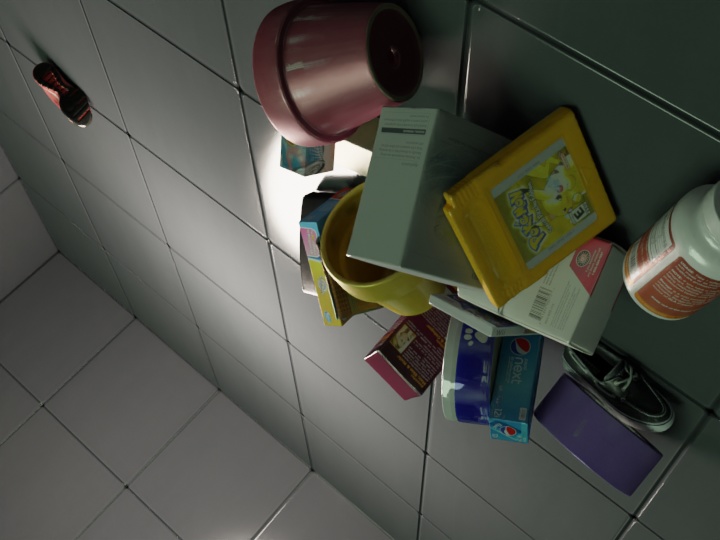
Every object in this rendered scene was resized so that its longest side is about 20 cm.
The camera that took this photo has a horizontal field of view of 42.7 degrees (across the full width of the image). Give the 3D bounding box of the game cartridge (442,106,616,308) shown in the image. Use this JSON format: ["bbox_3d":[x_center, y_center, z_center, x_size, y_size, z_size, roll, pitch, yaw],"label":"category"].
[{"bbox_3d":[0.214,-0.077,1.160,0.178,0.199,0.032,57,171,-29],"label":"game cartridge"}]

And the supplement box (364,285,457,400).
[{"bbox_3d":[0.115,0.119,1.642,0.110,0.200,0.086,45,158,-3],"label":"supplement box"}]

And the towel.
[{"bbox_3d":[0.000,0.000,1.620,0.021,0.199,0.149,-17,88,36],"label":"towel"}]

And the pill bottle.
[{"bbox_3d":[0.390,-0.027,1.052,0.112,0.112,0.200,41,157,7],"label":"pill bottle"}]

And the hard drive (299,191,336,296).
[{"bbox_3d":[-0.070,-0.046,1.753,0.134,0.042,0.204,12,104,55],"label":"hard drive"}]

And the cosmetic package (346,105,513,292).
[{"bbox_3d":[0.111,-0.088,1.212,0.197,0.204,0.122,14,-179,-38],"label":"cosmetic package"}]

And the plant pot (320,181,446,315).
[{"bbox_3d":[0.059,-0.021,1.542,0.199,0.202,0.189,26,167,36],"label":"plant pot"}]

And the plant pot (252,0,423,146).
[{"bbox_3d":[-0.019,-0.281,1.255,0.177,0.201,0.201,-3,130,40],"label":"plant pot"}]

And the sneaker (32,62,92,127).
[{"bbox_3d":[-0.759,-0.450,2.384,0.201,0.074,0.087,49,171,2],"label":"sneaker"}]

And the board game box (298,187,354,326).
[{"bbox_3d":[-0.032,-0.026,1.650,0.040,0.153,0.203,3,118,33],"label":"board game box"}]

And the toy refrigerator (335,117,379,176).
[{"bbox_3d":[0.003,-0.206,1.473,0.199,0.070,0.076,29,156,38],"label":"toy refrigerator"}]

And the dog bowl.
[{"bbox_3d":[0.192,0.150,1.518,0.077,0.202,0.202,6,143,17],"label":"dog bowl"}]

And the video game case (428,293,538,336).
[{"bbox_3d":[0.222,0.065,1.408,0.143,0.197,0.018,29,112,49],"label":"video game case"}]

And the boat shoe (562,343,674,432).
[{"bbox_3d":[0.398,0.169,1.424,0.200,0.071,0.068,41,160,29],"label":"boat shoe"}]

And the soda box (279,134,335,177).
[{"bbox_3d":[-0.077,-0.252,1.417,0.063,0.068,0.204,24,119,40],"label":"soda box"}]

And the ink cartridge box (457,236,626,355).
[{"bbox_3d":[0.254,0.009,1.284,0.198,0.149,0.082,24,180,42],"label":"ink cartridge box"}]

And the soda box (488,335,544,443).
[{"bbox_3d":[0.255,0.171,1.490,0.063,0.202,0.068,6,144,17],"label":"soda box"}]

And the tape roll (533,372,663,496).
[{"bbox_3d":[0.378,0.260,1.474,0.199,0.085,0.200,38,-174,-5],"label":"tape roll"}]
